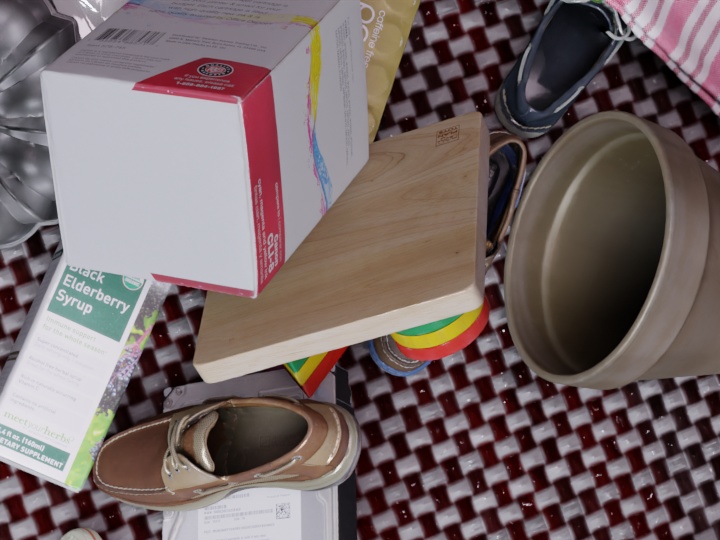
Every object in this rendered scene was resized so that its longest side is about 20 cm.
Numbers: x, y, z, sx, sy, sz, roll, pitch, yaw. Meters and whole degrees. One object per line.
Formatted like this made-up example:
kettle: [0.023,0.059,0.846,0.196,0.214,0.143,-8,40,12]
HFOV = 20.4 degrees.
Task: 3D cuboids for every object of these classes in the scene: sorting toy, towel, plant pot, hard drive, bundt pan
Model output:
sorting toy: [0.000,0.000,1.380,0.199,0.199,0.070,-16,126,17]
towel: [0.285,-0.200,1.539,0.200,0.030,0.147,41,65,-20]
plant pot: [0.230,-0.001,1.475,0.173,0.200,0.201,13,82,-29]
hard drive: [-0.071,0.171,1.387,0.139,0.038,0.201,-9,69,22]
bundt pan: [-0.275,-0.104,1.370,0.201,0.076,0.203,0,102,-2]

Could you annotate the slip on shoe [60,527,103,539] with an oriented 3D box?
slip on shoe: [-0.160,0.273,1.409,0.061,0.074,0.201,-22,84,-49]

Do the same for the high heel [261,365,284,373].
high heel: [-0.047,0.146,1.422,0.067,0.096,0.201,-3,92,14]

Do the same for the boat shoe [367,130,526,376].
boat shoe: [0.064,-0.017,1.478,0.072,0.072,0.201,25,80,-11]

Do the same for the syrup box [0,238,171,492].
syrup box: [-0.196,0.047,1.404,0.079,0.081,0.201,25,81,-12]

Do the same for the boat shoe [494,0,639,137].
boat shoe: [0.171,-0.191,1.525,0.075,0.062,0.200,40,76,-4]

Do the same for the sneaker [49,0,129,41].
sneaker: [-0.179,-0.217,1.440,0.115,0.074,0.200,-32,103,-16]

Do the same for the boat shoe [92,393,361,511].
boat shoe: [-0.100,0.117,1.354,0.199,0.072,0.076,-13,68,23]

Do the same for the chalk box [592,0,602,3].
chalk box: [0.152,-0.317,1.477,0.123,0.125,0.200,19,44,-5]

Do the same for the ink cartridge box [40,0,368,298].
ink cartridge box: [-0.096,-0.100,1.329,0.145,0.200,0.145,9,123,21]

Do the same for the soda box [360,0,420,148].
soda box: [0.001,-0.187,1.482,0.068,0.064,0.201,20,81,-12]
